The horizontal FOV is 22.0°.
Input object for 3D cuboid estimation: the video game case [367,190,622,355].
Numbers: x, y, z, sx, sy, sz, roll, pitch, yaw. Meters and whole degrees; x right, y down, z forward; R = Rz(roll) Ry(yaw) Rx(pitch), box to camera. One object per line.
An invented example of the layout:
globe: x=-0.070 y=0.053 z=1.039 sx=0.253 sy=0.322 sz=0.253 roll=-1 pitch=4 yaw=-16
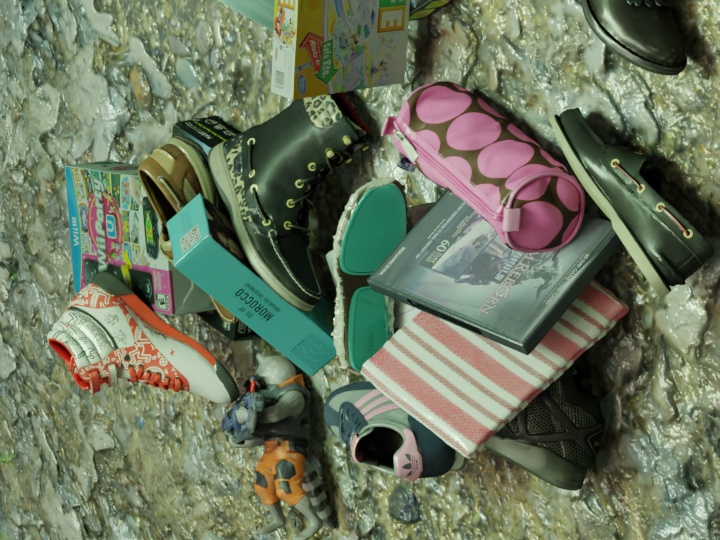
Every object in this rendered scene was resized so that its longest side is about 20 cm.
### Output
video game case: x=0.117 y=-0.010 z=1.626 sx=0.200 sy=0.143 sz=0.019 roll=22 pitch=153 yaw=46

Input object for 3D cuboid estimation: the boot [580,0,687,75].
boot: x=0.235 y=-0.275 z=1.454 sx=0.174 sy=0.069 sz=0.200 roll=-50 pitch=60 yaw=45

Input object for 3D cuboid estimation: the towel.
towel: x=0.116 y=0.063 z=1.608 sx=0.146 sy=0.200 sz=0.030 roll=37 pitch=162 yaw=39

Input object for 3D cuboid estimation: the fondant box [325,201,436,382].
fondant box: x=0.056 y=0.051 z=1.768 sx=0.144 sy=0.058 sz=0.201 roll=-27 pitch=77 yaw=50

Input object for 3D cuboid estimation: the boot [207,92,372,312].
boot: x=-0.052 y=-0.078 z=1.804 sx=0.154 sy=0.073 sz=0.204 roll=-36 pitch=63 yaw=18

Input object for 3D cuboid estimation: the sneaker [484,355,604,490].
sneaker: x=0.128 y=0.102 z=1.641 sx=0.199 sy=0.076 sz=0.115 roll=27 pitch=94 yaw=14

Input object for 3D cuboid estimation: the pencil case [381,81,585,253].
pencil case: x=0.106 y=-0.089 z=1.621 sx=0.200 sy=0.093 sz=0.091 roll=41 pitch=122 yaw=46

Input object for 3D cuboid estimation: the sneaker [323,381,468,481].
sneaker: x=0.011 y=0.150 z=1.738 sx=0.200 sy=0.082 sz=0.070 roll=9 pitch=109 yaw=53

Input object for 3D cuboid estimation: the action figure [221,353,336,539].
action figure: x=-0.088 y=0.184 z=1.978 sx=0.200 sy=0.104 sz=0.194 roll=168 pitch=98 yaw=-76

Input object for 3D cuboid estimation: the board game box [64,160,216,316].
board game box: x=-0.239 y=-0.038 z=2.002 sx=0.200 sy=0.064 sz=0.148 roll=10 pitch=107 yaw=52

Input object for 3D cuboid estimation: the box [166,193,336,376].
box: x=-0.103 y=0.015 z=1.837 sx=0.049 sy=0.200 sz=0.082 roll=-40 pitch=32 yaw=15

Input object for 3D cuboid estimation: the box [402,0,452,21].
box: x=0.088 y=-0.310 z=1.651 sx=0.200 sy=0.035 sz=0.110 roll=-26 pitch=80 yaw=51

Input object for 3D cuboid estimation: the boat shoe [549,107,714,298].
boat shoe: x=0.222 y=-0.067 z=1.535 sx=0.063 sy=0.074 sz=0.202 roll=-37 pitch=52 yaw=8

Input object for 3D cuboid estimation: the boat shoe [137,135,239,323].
boat shoe: x=-0.172 y=-0.035 z=1.884 sx=0.076 sy=0.074 sz=0.201 roll=3 pitch=119 yaw=55

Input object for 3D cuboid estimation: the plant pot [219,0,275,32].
plant pot: x=-0.075 y=-0.300 z=1.750 sx=0.200 sy=0.200 sz=0.134 roll=35 pitch=99 yaw=40

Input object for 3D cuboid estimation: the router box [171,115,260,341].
router box: x=-0.145 y=-0.046 z=1.983 sx=0.150 sy=0.062 sz=0.201 roll=33 pitch=124 yaw=43

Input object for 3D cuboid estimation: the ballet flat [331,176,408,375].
ballet flat: x=0.000 y=0.000 z=1.729 sx=0.072 sy=0.072 sz=0.201 roll=30 pitch=121 yaw=43

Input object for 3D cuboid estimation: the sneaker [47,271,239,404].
sneaker: x=-0.231 y=0.101 z=1.933 sx=0.201 sy=0.108 sz=0.067 roll=39 pitch=156 yaw=6

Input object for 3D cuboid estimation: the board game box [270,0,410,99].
board game box: x=-0.014 y=-0.260 z=1.653 sx=0.034 sy=0.134 sz=0.201 roll=24 pitch=119 yaw=45
